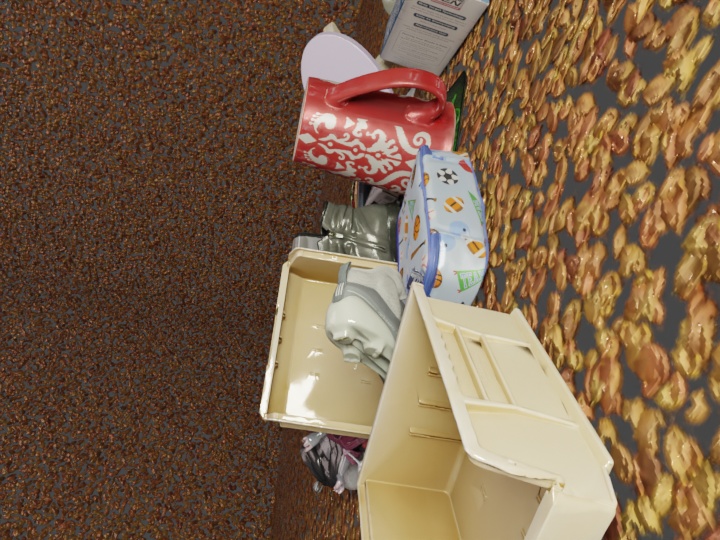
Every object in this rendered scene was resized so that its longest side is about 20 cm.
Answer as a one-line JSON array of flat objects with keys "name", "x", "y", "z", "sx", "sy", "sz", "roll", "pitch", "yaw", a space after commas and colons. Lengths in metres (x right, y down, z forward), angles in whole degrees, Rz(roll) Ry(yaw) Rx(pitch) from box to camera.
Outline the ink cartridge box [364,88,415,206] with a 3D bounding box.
[{"name": "ink cartridge box", "x": 0.061, "y": -0.202, "z": 0.980, "sx": 0.094, "sy": 0.036, "sz": 0.206, "roll": 149, "pitch": 138, "yaw": -71}]

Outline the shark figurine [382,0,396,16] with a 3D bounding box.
[{"name": "shark figurine", "x": 0.079, "y": -0.435, "z": 0.925, "sx": 0.128, "sy": 0.087, "sz": 0.220, "roll": -43, "pitch": -31, "yaw": -50}]

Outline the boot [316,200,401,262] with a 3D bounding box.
[{"name": "boot", "x": 0.000, "y": 0.000, "z": 0.865, "sx": 0.068, "sy": 0.126, "sz": 0.208, "roll": 158, "pitch": 107, "yaw": -78}]

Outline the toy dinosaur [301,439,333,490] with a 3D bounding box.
[{"name": "toy dinosaur", "x": -0.039, "y": 0.283, "z": 1.050, "sx": 0.204, "sy": 0.102, "sz": 0.182, "roll": -64, "pitch": 35, "yaw": 20}]

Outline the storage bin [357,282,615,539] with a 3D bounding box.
[{"name": "storage bin", "x": 0.067, "y": 0.154, "z": 0.417, "sx": 0.200, "sy": 0.090, "sz": 0.206, "roll": -99, "pitch": 21, "yaw": -65}]

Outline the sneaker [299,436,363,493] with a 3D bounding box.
[{"name": "sneaker", "x": -0.044, "y": 0.260, "z": 0.977, "sx": 0.112, "sy": 0.075, "sz": 0.206, "roll": -25, "pitch": 50, "yaw": 33}]

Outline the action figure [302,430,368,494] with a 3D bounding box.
[{"name": "action figure", "x": -0.029, "y": 0.211, "z": 0.841, "sx": 0.150, "sy": 0.197, "sz": 0.136, "roll": -48, "pitch": -26, "yaw": -25}]

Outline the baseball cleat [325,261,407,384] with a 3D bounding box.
[{"name": "baseball cleat", "x": 0.041, "y": 0.067, "z": 0.560, "sx": 0.201, "sy": 0.068, "sz": 0.109, "roll": 49, "pitch": -139, "yaw": -41}]

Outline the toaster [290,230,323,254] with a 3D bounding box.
[{"name": "toaster", "x": -0.038, "y": 0.022, "z": 1.024, "sx": 0.201, "sy": 0.174, "sz": 0.123, "roll": 118, "pitch": 158, "yaw": -64}]

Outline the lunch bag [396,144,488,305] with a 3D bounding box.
[{"name": "lunch bag", "x": 0.079, "y": -0.021, "z": 0.650, "sx": 0.162, "sy": 0.073, "sz": 0.205, "roll": 107, "pitch": 169, "yaw": -50}]

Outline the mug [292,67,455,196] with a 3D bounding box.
[{"name": "mug", "x": 0.019, "y": -0.196, "z": 0.778, "sx": 0.135, "sy": 0.193, "sz": 0.182, "roll": -93, "pitch": 16, "yaw": -56}]

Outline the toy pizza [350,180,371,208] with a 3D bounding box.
[{"name": "toy pizza", "x": 0.017, "y": -0.157, "z": 1.073, "sx": 0.200, "sy": 0.031, "sz": 0.208, "roll": 8, "pitch": -91, "yaw": -76}]

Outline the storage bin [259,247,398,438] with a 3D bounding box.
[{"name": "storage bin", "x": -0.015, "y": 0.095, "z": 0.733, "sx": 0.094, "sy": 0.191, "sz": 0.207, "roll": 116, "pitch": 162, "yaw": -70}]

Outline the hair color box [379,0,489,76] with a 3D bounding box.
[{"name": "hair color box", "x": 0.096, "y": -0.343, "z": 0.793, "sx": 0.200, "sy": 0.097, "sz": 0.063, "roll": 148, "pitch": 135, "yaw": -78}]

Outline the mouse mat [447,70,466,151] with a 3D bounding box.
[{"name": "mouse mat", "x": 0.106, "y": -0.167, "z": 0.838, "sx": 0.200, "sy": 0.007, "sz": 0.167, "roll": 153, "pitch": 126, "yaw": -78}]

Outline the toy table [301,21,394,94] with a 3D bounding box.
[{"name": "toy table", "x": -0.008, "y": -0.290, "z": 0.944, "sx": 0.118, "sy": 0.178, "sz": 0.204, "roll": -72, "pitch": -38, "yaw": -55}]
